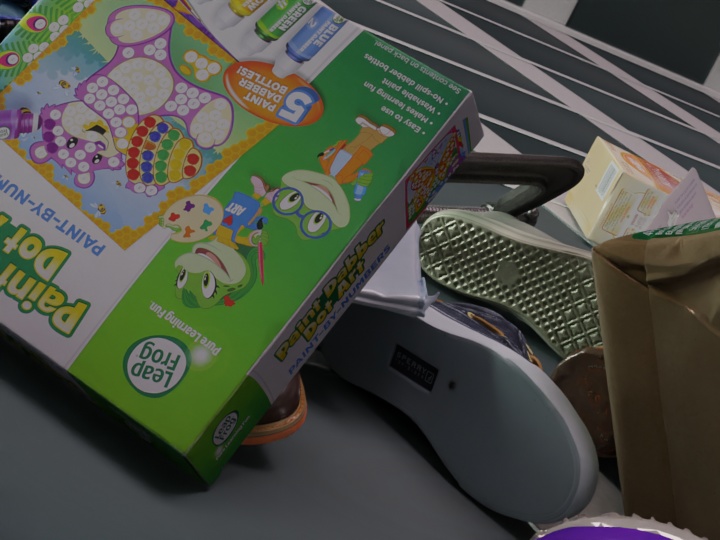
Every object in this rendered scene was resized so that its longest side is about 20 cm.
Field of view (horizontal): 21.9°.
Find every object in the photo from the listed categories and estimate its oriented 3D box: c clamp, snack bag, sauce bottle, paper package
[{"bbox_3d":[0.063,-0.045,1.289,0.200,0.027,0.171,3,-19,-41],"label":"c clamp"},{"bbox_3d":[-0.060,-0.014,0.987,0.199,0.021,0.189,8,13,-1],"label":"snack bag"},{"bbox_3d":[0.187,0.080,1.114,0.066,0.066,0.200,36,18,34],"label":"sauce bottle"},{"bbox_3d":[0.207,0.071,0.907,0.103,0.191,0.200,-12,-7,31],"label":"paper package"}]

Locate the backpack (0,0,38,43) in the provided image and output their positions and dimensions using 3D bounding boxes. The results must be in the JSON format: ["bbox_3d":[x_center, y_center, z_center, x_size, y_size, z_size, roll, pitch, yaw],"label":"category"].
[{"bbox_3d":[-0.241,-0.140,0.994,0.200,0.135,0.182,8,21,-44],"label":"backpack"}]

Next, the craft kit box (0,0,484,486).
[{"bbox_3d":[-0.084,-0.042,0.808,0.200,0.198,0.049,32,-13,22],"label":"craft kit box"}]

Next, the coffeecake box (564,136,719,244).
[{"bbox_3d":[0.301,-0.036,1.721,0.200,0.073,0.154,25,13,-8],"label":"coffeecake box"}]

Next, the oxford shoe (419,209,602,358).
[{"bbox_3d":[0.131,0.012,1.243,0.200,0.075,0.058,27,16,22],"label":"oxford shoe"}]

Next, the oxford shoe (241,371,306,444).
[{"bbox_3d":[-0.081,-0.007,0.847,0.071,0.073,0.200,-17,52,-24],"label":"oxford shoe"}]

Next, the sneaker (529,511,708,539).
[{"bbox_3d":[0.148,0.165,0.725,0.200,0.070,0.100,27,16,3],"label":"sneaker"}]

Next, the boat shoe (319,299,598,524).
[{"bbox_3d":[0.070,0.061,0.951,0.091,0.071,0.200,8,21,-42],"label":"boat shoe"}]

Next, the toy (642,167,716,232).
[{"bbox_3d":[0.187,0.058,1.030,0.200,0.047,0.115,65,31,-12],"label":"toy"}]
